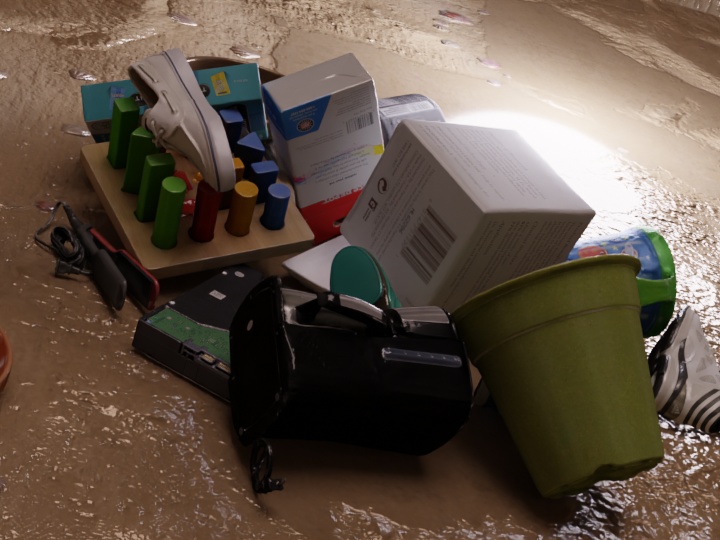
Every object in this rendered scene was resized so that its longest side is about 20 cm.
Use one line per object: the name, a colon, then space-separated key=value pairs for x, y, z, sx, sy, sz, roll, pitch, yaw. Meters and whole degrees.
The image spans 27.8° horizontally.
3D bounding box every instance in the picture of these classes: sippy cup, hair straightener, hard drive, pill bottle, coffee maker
sippy cup: x=0.288 y=0.016 z=1.735 sx=0.130 sy=0.178 sz=0.140 roll=-2 pitch=61 yaw=-18
hair straightener: x=-0.283 y=-0.019 z=1.494 sx=0.077 sy=0.041 sz=0.200 roll=-1 pitch=32 yaw=-37
hard drive: x=-0.117 y=0.062 z=1.452 sx=0.140 sy=0.038 sz=0.200 roll=27 pitch=25 yaw=15
pill bottle: x=0.022 y=-0.176 z=1.948 sx=0.106 sy=0.106 sz=0.200 roll=33 pitch=29 yaw=27
coffee maker: x=-0.010 y=0.114 z=1.327 sx=0.200 sy=0.193 sz=0.135 roll=10 pitch=-11 yaw=-27

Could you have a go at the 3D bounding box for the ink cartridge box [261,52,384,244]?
ink cartridge box: x=-0.036 y=-0.138 z=1.687 sx=0.116 sy=0.200 sz=0.067 roll=-21 pitch=43 yaw=-13

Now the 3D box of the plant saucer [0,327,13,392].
plant saucer: x=-0.401 y=0.070 z=1.243 sx=0.200 sy=0.032 sz=0.200 roll=15 pitch=25 yaw=-7

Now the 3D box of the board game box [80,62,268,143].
board game box: x=-0.211 y=-0.182 z=1.686 sx=0.200 sy=0.047 sz=0.151 roll=-8 pitch=-12 yaw=-2

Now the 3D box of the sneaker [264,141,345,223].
sneaker: x=-0.038 y=-0.107 z=1.777 sx=0.200 sy=0.084 sz=0.077 roll=17 pitch=-3 yaw=-8

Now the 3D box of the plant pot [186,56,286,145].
plant pot: x=-0.155 y=-0.195 z=1.875 sx=0.200 sy=0.093 sz=0.201 roll=16 pitch=24 yaw=-7

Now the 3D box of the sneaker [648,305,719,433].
sneaker: x=0.390 y=0.124 z=1.665 sx=0.115 sy=0.076 sz=0.201 roll=30 pitch=34 yaw=2

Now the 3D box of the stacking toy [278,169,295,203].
stacking toy: x=-0.177 y=-0.070 z=1.638 sx=0.200 sy=0.086 sz=0.085 roll=-5 pitch=34 yaw=-30

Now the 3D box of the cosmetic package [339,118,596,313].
cosmetic package: x=0.121 y=-0.055 z=1.660 sx=0.200 sy=0.168 sz=0.166 roll=-1 pitch=41 yaw=-45

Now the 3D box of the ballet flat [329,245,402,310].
ballet flat: x=0.021 y=0.057 z=1.528 sx=0.070 sy=0.067 sz=0.200 roll=47 pitch=11 yaw=-42

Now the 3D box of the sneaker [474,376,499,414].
sneaker: x=0.200 y=0.115 z=1.542 sx=0.089 sy=0.079 sz=0.200 roll=37 pitch=38 yaw=18

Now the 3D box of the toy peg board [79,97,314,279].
toy peg board: x=-0.170 y=-0.107 z=1.555 sx=0.199 sy=0.098 sz=0.200 roll=-11 pitch=50 yaw=-28

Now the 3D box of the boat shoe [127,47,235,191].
boat shoe: x=-0.188 y=-0.150 z=1.486 sx=0.070 sy=0.071 sz=0.200 roll=-17 pitch=55 yaw=-17

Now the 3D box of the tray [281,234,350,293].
tray: x=0.000 y=0.000 z=1.677 sx=0.107 sy=0.022 sz=0.200 roll=29 pitch=27 yaw=21

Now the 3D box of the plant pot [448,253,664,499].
plant pot: x=0.202 y=0.110 z=1.383 sx=0.200 sy=0.200 sz=0.190 roll=-3 pitch=68 yaw=-38
